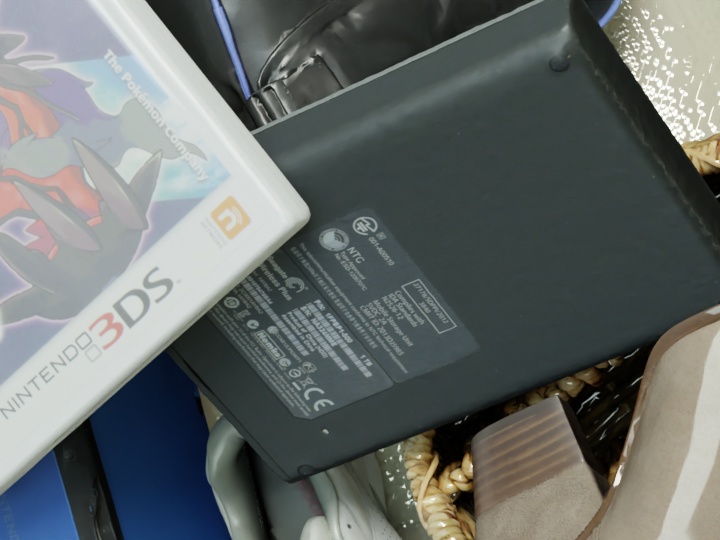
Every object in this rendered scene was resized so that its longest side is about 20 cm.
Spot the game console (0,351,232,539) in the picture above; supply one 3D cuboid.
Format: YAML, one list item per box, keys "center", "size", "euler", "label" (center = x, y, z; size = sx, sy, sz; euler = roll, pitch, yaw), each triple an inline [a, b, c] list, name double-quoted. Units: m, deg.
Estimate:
- center: [-0.133, 0.102, 1.010]
  size: [0.170, 0.118, 0.201]
  euler: [-16, 98, -9]
  label: "game console"

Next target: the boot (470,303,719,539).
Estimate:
- center: [0.129, 0.092, 0.856]
  size: [0.200, 0.070, 0.147]
  euler: [-29, 69, 21]
  label: "boot"

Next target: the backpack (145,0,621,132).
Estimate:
- center: [-0.010, -0.136, 0.992]
  size: [0.147, 0.199, 0.184]
  euler: [-15, 98, 60]
  label: "backpack"

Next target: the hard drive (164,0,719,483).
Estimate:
- center: [0.022, -0.006, 0.900]
  size: [0.199, 0.033, 0.140]
  euler: [-23, 126, 24]
  label: "hard drive"

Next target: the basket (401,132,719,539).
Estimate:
- center: [0.110, 0.042, 0.951]
  size: [0.200, 0.149, 0.143]
  euler: [-40, 92, 14]
  label: "basket"

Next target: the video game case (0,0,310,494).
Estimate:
- center: [-0.142, -0.040, 0.891]
  size: [0.182, 0.023, 0.200]
  euler: [-41, 85, 23]
  label: "video game case"

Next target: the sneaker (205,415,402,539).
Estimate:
- center: [-0.005, 0.136, 1.026]
  size: [0.078, 0.099, 0.200]
  euler: [-42, 76, 13]
  label: "sneaker"
